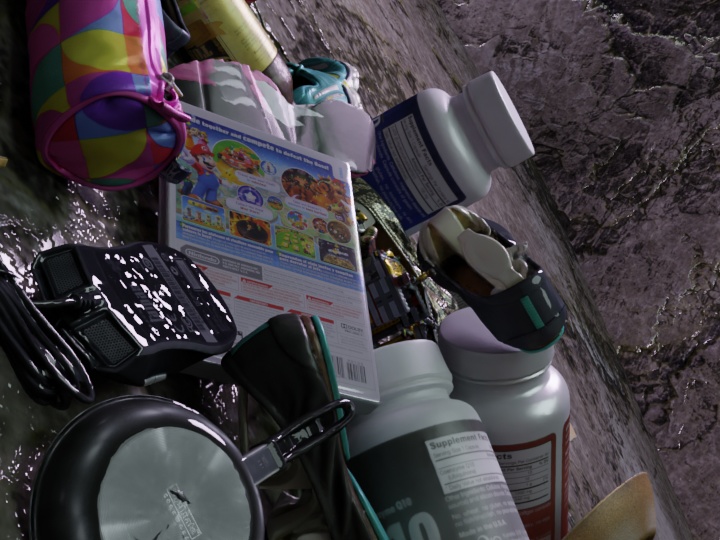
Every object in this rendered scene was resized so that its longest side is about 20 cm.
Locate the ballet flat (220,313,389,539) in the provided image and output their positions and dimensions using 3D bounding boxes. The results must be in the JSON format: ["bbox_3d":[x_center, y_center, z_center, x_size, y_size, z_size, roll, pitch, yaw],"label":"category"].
[{"bbox_3d":[-0.028,0.120,0.607,0.068,0.068,0.200,-136,-153,-75],"label":"ballet flat"}]

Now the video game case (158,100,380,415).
[{"bbox_3d":[-0.060,-0.012,0.678,0.143,0.018,0.200,17,47,-29],"label":"video game case"}]

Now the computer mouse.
[{"bbox_3d":[-0.142,0.003,0.512,0.140,0.046,0.200,52,14,6],"label":"computer mouse"}]

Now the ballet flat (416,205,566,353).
[{"bbox_3d":[0.086,-0.012,0.792,0.073,0.073,0.200,53,-1,-32],"label":"ballet flat"}]

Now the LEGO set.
[{"bbox_3d":[0.000,0.000,0.820,0.200,0.116,0.154,32,35,-63],"label":"LEGO set"}]

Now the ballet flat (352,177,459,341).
[{"bbox_3d":[0.015,-0.012,0.956,0.200,0.068,0.075,51,24,-4],"label":"ballet flat"}]

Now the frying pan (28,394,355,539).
[{"bbox_3d":[-0.057,0.110,0.485,0.190,0.031,0.115,6,65,-41],"label":"frying pan"}]

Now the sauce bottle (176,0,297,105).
[{"bbox_3d":[-0.099,-0.173,0.886,0.200,0.065,0.065,54,18,-27],"label":"sauce bottle"}]

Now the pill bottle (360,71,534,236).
[{"bbox_3d":[0.059,-0.105,1.032,0.120,0.200,0.120,56,16,-26],"label":"pill bottle"}]

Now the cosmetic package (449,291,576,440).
[{"bbox_3d":[0.137,0.106,1.124,0.200,0.105,0.071,68,16,11],"label":"cosmetic package"}]

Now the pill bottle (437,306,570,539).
[{"bbox_3d":[0.104,0.133,0.818,0.112,0.112,0.200,-77,165,-67],"label":"pill bottle"}]

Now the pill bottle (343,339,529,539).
[{"bbox_3d":[0.042,0.156,0.707,0.114,0.114,0.200,29,36,-64],"label":"pill bottle"}]

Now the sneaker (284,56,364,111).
[{"bbox_3d":[-0.047,-0.174,1.027,0.080,0.078,0.200,35,13,-21],"label":"sneaker"}]

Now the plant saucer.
[{"bbox_3d":[0.164,0.240,0.813,0.035,0.200,0.200,41,5,25],"label":"plant saucer"}]

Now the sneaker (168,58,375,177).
[{"bbox_3d":[-0.082,-0.093,0.806,0.200,0.086,0.080,14,64,-44],"label":"sneaker"}]

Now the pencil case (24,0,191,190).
[{"bbox_3d":[-0.149,-0.137,0.623,0.088,0.088,0.200,42,24,-52],"label":"pencil case"}]

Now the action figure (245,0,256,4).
[{"bbox_3d":[-0.144,-0.281,0.959,0.065,0.052,0.200,67,18,1],"label":"action figure"}]

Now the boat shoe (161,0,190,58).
[{"bbox_3d":[-0.163,-0.220,0.759,0.075,0.062,0.200,41,26,-49],"label":"boat shoe"}]
